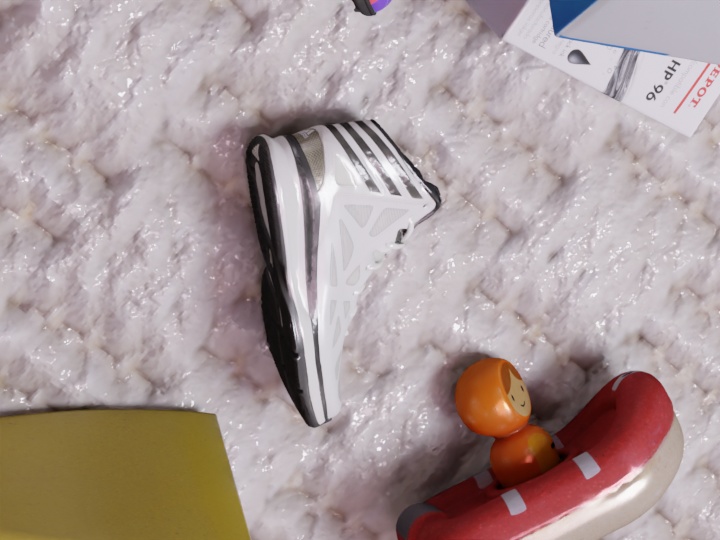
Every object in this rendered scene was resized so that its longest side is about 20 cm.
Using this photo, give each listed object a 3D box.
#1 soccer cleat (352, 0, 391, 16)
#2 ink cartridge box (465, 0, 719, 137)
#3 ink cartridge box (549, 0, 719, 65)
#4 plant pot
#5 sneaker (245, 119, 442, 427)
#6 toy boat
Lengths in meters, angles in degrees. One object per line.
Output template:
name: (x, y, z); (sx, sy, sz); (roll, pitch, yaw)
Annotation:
soccer cleat: (0.009, -0.236, 1.648); (0.073, 0.068, 0.200); (-10, 120, 0)
ink cartridge box: (0.177, -0.161, 1.772); (0.200, 0.068, 0.116); (24, 107, -33)
ink cartridge box: (0.177, -0.226, 1.647); (0.146, 0.200, 0.084); (6, 156, -28)
plant pot: (-0.187, 0.198, 1.759); (0.176, 0.200, 0.200); (13, 113, -17)
sneaker: (0.000, 0.000, 1.784); (0.115, 0.076, 0.201); (-14, 121, -14)
toy boat: (0.106, 0.116, 1.891); (0.200, 0.131, 0.131); (-27, 97, -7)
